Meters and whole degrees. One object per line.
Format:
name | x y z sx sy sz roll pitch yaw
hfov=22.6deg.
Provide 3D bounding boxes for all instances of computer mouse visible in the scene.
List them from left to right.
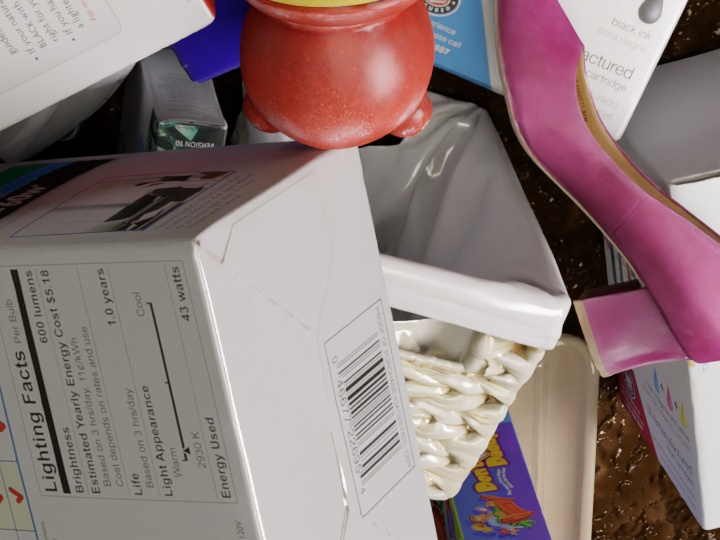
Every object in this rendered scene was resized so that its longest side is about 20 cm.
computer mouse | -0.135 -0.078 0.825 0.044 0.110 0.201 35 130 9

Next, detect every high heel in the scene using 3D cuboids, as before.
high heel | 0.124 -0.053 0.798 0.095 0.067 0.202 -16 94 19

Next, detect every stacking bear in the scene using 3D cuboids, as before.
stacking bear | -0.011 -0.136 0.645 0.120 0.114 0.201 -3 128 0

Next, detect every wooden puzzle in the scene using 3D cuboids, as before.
wooden puzzle | 0.032 0.123 1.023 0.198 0.037 0.187 -3 117 -5

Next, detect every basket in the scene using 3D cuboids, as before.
basket | 0.000 0.000 0.867 0.134 0.201 0.124 14 119 -17

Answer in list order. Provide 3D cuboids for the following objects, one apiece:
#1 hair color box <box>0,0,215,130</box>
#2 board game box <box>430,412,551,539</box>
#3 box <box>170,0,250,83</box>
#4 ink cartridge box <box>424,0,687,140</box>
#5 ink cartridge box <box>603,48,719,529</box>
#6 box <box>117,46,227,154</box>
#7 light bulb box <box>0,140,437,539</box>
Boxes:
hair color box | -0.167 -0.105 0.677 0.199 0.064 0.111 -26 120 8
board game box | 0.067 0.194 0.966 0.044 0.135 0.202 -4 117 -5
box | -0.028 -0.209 0.719 0.183 0.105 0.201 -22 122 13
ink cartridge box | 0.095 -0.186 0.845 0.145 0.086 0.201 21 111 -8
ink cartridge box | 0.211 -0.001 0.933 0.143 0.146 0.202 -13 117 -5
box | -0.100 -0.004 0.870 0.036 0.145 0.202 3 114 -13
light bulb box | -0.095 0.061 0.734 0.199 0.125 0.200 -1 109 30
